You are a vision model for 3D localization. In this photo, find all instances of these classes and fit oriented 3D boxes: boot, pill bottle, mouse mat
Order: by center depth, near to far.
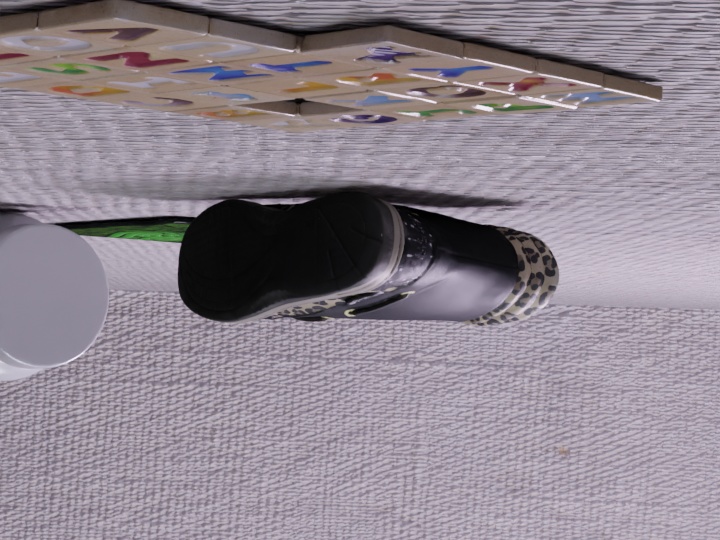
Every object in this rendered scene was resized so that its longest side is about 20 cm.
[{"bbox_3d":[0.000,0.001,1.108,0.154,0.074,0.204,10,169,-38],"label":"boot"},{"bbox_3d":[-0.261,0.018,1.291,0.116,0.116,0.200,4,176,-36],"label":"pill bottle"},{"bbox_3d":[-0.127,-0.027,1.390,0.161,0.008,0.200,4,178,-39],"label":"mouse mat"}]

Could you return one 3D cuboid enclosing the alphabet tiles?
[{"bbox_3d":[-0.031,-0.061,0.585,0.167,0.008,0.200,0,177,43],"label":"alphabet tiles"}]
